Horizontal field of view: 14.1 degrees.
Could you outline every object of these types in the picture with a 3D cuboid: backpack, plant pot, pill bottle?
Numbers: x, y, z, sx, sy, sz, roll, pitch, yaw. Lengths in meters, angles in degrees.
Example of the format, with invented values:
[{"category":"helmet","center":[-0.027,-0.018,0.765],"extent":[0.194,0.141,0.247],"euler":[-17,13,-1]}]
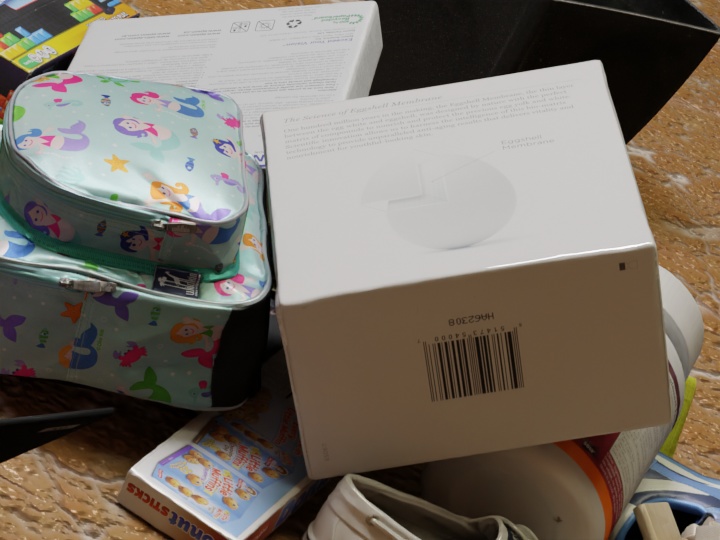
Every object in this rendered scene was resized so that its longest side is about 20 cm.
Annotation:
[{"category":"backpack","center":[-0.148,-0.017,1.572],"extent":[0.199,0.151,0.178],"euler":[3,31,-5]},{"category":"plant pot","center":[0.113,-0.167,2.183],"extent":[0.199,0.178,0.200],"euler":[5,31,-42]},{"category":"pill bottle","center":[0.120,0.081,1.660],"extent":[0.109,0.110,0.200],"euler":[30,43,7]}]

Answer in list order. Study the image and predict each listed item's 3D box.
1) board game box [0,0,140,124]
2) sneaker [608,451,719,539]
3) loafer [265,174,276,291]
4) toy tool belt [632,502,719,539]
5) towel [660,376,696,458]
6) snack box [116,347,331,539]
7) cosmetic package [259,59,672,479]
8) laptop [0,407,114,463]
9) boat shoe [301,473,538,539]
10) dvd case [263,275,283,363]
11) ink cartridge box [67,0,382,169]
[{"category":"board game box","center":[-0.257,-0.170,1.922],"extent":[0.165,0.057,0.200],"euler":[31,22,5]},{"category":"sneaker","center":[0.219,0.163,1.726],"extent":[0.199,0.074,0.082],"euler":[13,21,-11]},{"category":"loafer","center":[0.000,0.000,1.757],"extent":[0.199,0.076,0.068],"euler":[13,32,6]},{"category":"toy tool belt","center":[0.248,0.191,1.632],"extent":[0.199,0.125,0.123],"euler":[18,32,-25]},{"category":"towel","center":[0.110,0.079,1.761],"extent":[0.199,0.086,0.018],"euler":[18,4,-25]},{"category":"snack box","center":[-0.052,0.096,1.581],"extent":[0.072,0.024,0.200],"euler":[33,30,12]},{"category":"cosmetic package","center":[0.054,-0.004,1.590],"extent":[0.198,0.123,0.200],"euler":[-9,34,1]},{"category":"laptop","center":[-0.254,0.054,1.368],"extent":[0.200,0.104,0.177],"euler":[41,25,29]},{"category":"boat shoe","center":[0.067,0.164,1.550],"extent":[0.199,0.066,0.074],"euler":[19,23,-20]},{"category":"dvd case","center":[-0.104,0.013,1.739],"extent":[0.150,0.025,0.200],"euler":[25,21,-7]},{"category":"ink cartridge box","center":[-0.097,-0.098,1.813],"extent":[0.195,0.043,0.200],"euler":[-2,35,14]}]
